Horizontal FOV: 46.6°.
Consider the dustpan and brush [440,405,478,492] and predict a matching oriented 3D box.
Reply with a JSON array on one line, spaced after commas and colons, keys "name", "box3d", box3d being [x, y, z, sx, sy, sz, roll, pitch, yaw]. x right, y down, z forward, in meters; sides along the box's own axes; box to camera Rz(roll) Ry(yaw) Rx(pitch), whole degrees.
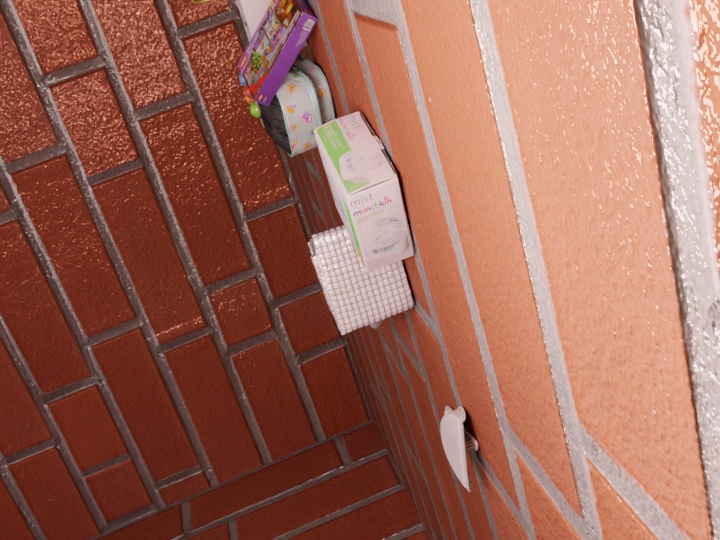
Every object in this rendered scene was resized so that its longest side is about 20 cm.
[{"name": "dustpan and brush", "box3d": [0.178, 0.299, 1.545, 0.200, 0.056, 0.143, -143, 44, -68]}]

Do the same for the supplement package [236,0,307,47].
[{"name": "supplement package", "box3d": [-0.200, -0.566, 1.762, 0.118, 0.115, 0.203, -120, 11, -52]}]

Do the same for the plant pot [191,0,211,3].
[{"name": "plant pot", "box3d": [-0.338, -0.789, 2.009, 0.194, 0.191, 0.205, 166, 93, -84]}]

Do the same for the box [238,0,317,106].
[{"name": "box", "box3d": [-0.166, -0.445, 1.635, 0.201, 0.039, 0.138, -55, 41, 27]}]

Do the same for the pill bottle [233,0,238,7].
[{"name": "pill bottle", "box3d": [-0.246, -0.663, 1.880, 0.113, 0.110, 0.203, -118, 10, -50]}]

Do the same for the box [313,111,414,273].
[{"name": "box", "box3d": [0.008, -0.136, 1.424, 0.178, 0.095, 0.202, 73, 174, -46]}]

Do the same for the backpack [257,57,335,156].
[{"name": "backpack", "box3d": [-0.135, -0.341, 1.741, 0.201, 0.150, 0.179, -116, 14, -54]}]

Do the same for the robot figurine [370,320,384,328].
[{"name": "robot figurine", "box3d": [0.009, 0.027, 1.829, 0.167, 0.113, 0.203, 9, 129, 37]}]

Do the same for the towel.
[{"name": "towel", "box3d": [0.000, 0.000, 1.603, 0.086, 0.162, 0.204, -112, 3, -76]}]

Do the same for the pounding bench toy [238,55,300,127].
[{"name": "pounding bench toy", "box3d": [-0.204, -0.426, 2.065, 0.202, 0.153, 0.125, 76, 170, -48]}]
